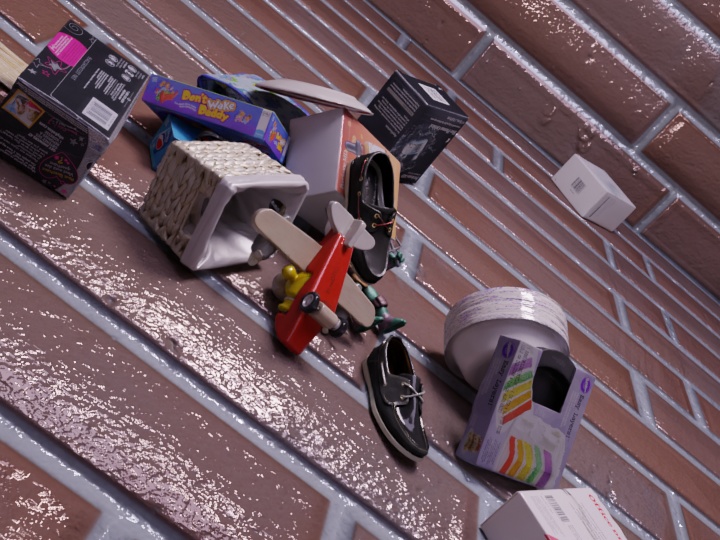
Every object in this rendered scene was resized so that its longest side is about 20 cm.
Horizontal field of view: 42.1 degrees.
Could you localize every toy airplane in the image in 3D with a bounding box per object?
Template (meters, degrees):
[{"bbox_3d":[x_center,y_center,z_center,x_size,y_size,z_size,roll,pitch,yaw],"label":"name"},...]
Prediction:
[{"bbox_3d":[-0.066,0.003,1.305,0.199,0.141,0.201,-17,93,-50],"label":"toy airplane"}]

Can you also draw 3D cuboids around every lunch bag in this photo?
[{"bbox_3d":[-0.177,-0.254,1.597,0.201,0.127,0.170,55,25,6],"label":"lunch bag"}]

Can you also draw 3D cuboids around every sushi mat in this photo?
[{"bbox_3d":[-0.452,-0.252,1.303,0.200,0.012,0.096,38,24,-9],"label":"sushi mat"}]

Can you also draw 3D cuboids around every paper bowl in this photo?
[{"bbox_3d":[0.232,0.126,1.489,0.200,0.200,0.105,29,45,-28],"label":"paper bowl"}]

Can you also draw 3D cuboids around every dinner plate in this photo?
[{"bbox_3d":[-0.073,-0.286,1.524,0.199,0.024,0.200,15,6,-2],"label":"dinner plate"}]

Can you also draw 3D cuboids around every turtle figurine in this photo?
[{"bbox_3d":[0.000,0.000,1.467,0.149,0.101,0.201,-5,65,-36],"label":"turtle figurine"}]

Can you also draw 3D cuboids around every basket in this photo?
[{"bbox_3d":[-0.187,-0.095,1.284,0.123,0.136,0.200,37,21,20],"label":"basket"}]

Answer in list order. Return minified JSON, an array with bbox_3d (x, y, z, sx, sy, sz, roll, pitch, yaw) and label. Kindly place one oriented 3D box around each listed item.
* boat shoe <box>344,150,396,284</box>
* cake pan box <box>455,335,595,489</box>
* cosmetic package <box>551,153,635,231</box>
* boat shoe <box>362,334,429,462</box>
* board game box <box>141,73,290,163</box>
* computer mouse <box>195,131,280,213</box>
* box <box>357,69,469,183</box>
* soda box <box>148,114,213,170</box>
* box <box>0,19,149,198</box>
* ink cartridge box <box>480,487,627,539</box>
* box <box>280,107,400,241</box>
[{"bbox_3d":[0.017,-0.081,1.411,0.073,0.063,0.203,9,73,-39],"label":"boat shoe"},{"bbox_3d":[0.250,0.212,1.387,0.184,0.201,0.052,28,-9,-35],"label":"cake pan box"},{"bbox_3d":[0.780,-0.259,3.122,0.199,0.123,0.200,19,32,-45],"label":"cosmetic package"},{"bbox_3d":[0.056,0.174,1.294,0.072,0.068,0.201,27,29,-34],"label":"boat shoe"},{"bbox_3d":[-0.216,-0.229,1.428,0.199,0.045,0.134,19,-7,8],"label":"board game box"},{"bbox_3d":[-0.180,-0.129,1.405,0.200,0.058,0.034,57,8,-26],"label":"computer mouse"},{"bbox_3d":[0.099,-0.306,2.025,0.118,0.200,0.196,51,25,23],"label":"box"},{"bbox_3d":[-0.222,-0.158,1.437,0.199,0.064,0.068,25,28,-35],"label":"soda box"},{"bbox_3d":[-0.375,-0.209,1.205,0.132,0.115,0.201,35,31,-18],"label":"box"},{"bbox_3d":[0.278,0.377,1.265,0.199,0.084,0.145,12,37,-48],"label":"ink cartridge box"},{"bbox_3d":[-0.028,-0.147,1.536,0.200,0.106,0.153,36,53,-53],"label":"box"}]
